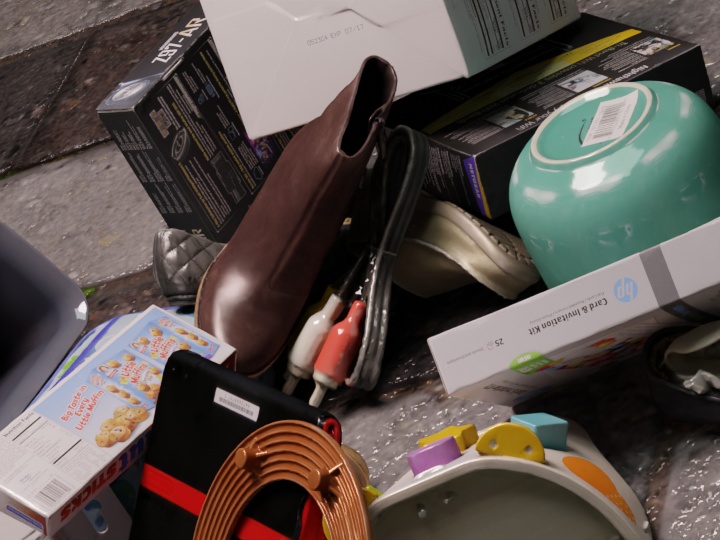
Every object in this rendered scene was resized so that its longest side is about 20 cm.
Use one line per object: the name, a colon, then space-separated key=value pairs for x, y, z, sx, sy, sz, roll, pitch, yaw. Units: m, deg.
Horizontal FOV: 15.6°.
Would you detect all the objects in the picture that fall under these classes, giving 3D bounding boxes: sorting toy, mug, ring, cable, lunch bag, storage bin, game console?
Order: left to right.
storage bin: x=-0.309 y=0.084 z=1.979 sx=0.134 sy=0.145 sz=0.200 roll=-42 pitch=12 yaw=49
lunch bag: x=-0.168 y=0.110 z=1.834 sx=0.160 sy=0.083 sz=0.200 roll=-6 pitch=35 yaw=43
game console: x=-0.080 y=0.153 z=1.610 sx=0.200 sy=0.031 sz=0.178 roll=19 pitch=97 yaw=55
ring: x=-0.054 y=0.185 z=1.519 sx=0.200 sy=0.019 sz=0.201 roll=-18 pitch=67 yaw=53
cable: x=0.000 y=0.000 z=1.785 sx=0.097 sy=0.050 sz=0.201 roll=37 pitch=111 yaw=64
sorting toy: x=0.065 y=0.134 z=1.571 sx=0.199 sy=0.107 sz=0.180 roll=-24 pitch=9 yaw=13
mug: x=0.168 y=-0.057 z=1.737 sx=0.152 sy=0.115 sz=0.185 roll=-36 pitch=28 yaw=-9

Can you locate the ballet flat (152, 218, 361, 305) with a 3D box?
ballet flat: x=-0.061 y=-0.017 z=1.894 sx=0.199 sy=0.057 sz=0.066 roll=-13 pitch=6 yaw=-39

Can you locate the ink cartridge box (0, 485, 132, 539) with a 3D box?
ink cartridge box: x=-0.240 y=0.209 z=1.699 sx=0.199 sy=0.116 sz=0.068 roll=-31 pitch=27 yaw=1

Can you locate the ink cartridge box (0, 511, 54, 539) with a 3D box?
ink cartridge box: x=-0.229 y=0.212 z=1.588 sx=0.067 sy=0.199 sz=0.116 roll=-57 pitch=6 yaw=48

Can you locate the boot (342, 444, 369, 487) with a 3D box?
boot: x=-0.051 y=0.129 z=1.676 sx=0.075 sy=0.074 sz=0.200 roll=-37 pitch=12 yaw=-37

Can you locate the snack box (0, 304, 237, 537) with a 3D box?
snack box: x=-0.166 y=0.094 z=1.698 sx=0.072 sy=0.024 sz=0.200 roll=26 pitch=44 yaw=22

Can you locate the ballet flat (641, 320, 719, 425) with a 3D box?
ballet flat: x=0.240 y=0.061 z=1.521 sx=0.200 sy=0.073 sz=0.073 roll=4 pitch=43 yaw=48

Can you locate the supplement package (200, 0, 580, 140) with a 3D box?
supplement package: x=0.020 y=-0.206 z=1.903 sx=0.191 sy=0.148 sz=0.200 roll=-14 pitch=10 yaw=32

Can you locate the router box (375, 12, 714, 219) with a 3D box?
router box: x=0.129 y=-0.115 z=1.898 sx=0.199 sy=0.052 sz=0.157 roll=-26 pitch=25 yaw=-20

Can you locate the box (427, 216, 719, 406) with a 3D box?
box: x=0.155 y=0.026 z=1.599 sx=0.199 sy=0.041 sz=0.156 roll=-22 pitch=-11 yaw=14

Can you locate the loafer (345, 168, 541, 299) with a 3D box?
loafer: x=0.055 y=-0.012 z=1.827 sx=0.200 sy=0.075 sz=0.068 roll=30 pitch=94 yaw=58

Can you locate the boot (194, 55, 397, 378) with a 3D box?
boot: x=-0.044 y=-0.036 z=1.777 sx=0.166 sy=0.072 sz=0.200 roll=-57 pitch=9 yaw=54

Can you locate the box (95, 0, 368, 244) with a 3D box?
box: x=-0.088 y=-0.090 z=1.954 sx=0.043 sy=0.200 sz=0.160 roll=0 pitch=41 yaw=45
